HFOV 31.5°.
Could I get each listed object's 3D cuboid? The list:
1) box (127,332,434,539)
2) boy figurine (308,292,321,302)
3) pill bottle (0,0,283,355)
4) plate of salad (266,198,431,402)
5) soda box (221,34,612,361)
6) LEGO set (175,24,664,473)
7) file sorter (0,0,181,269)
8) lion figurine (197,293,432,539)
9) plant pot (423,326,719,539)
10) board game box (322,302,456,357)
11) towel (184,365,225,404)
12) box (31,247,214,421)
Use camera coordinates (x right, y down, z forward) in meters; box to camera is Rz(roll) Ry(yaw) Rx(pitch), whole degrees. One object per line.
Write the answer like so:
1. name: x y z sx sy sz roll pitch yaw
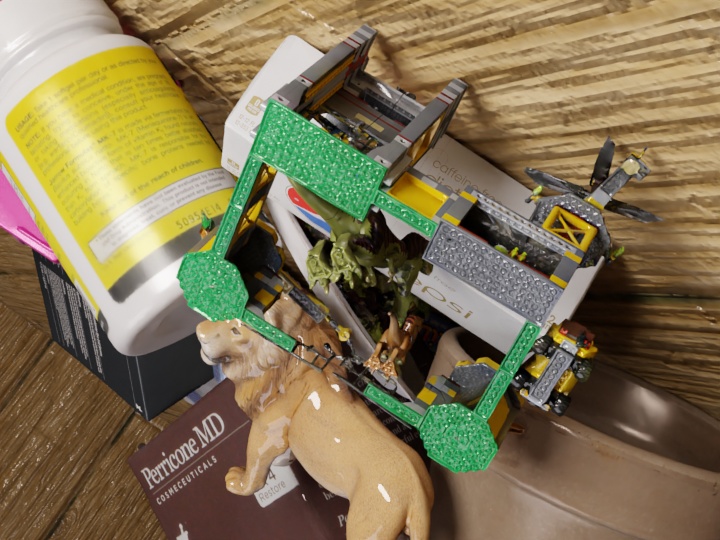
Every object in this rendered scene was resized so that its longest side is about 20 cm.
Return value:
1. box: -0.020 0.162 0.877 0.166 0.164 0.201 -39 77 44
2. boy figurine: -0.086 0.036 1.078 0.200 0.064 0.125 22 135 52
3. pill bottle: -0.143 -0.062 0.738 0.200 0.114 0.114 56 167 10
4. plate of salad: 0.000 0.000 0.780 0.201 0.048 0.200 58 -175 -8
5. soda box: 0.026 -0.035 0.667 0.199 0.064 0.068 33 164 1
6. LEGO set: 0.026 -0.017 0.587 0.199 0.116 0.154 25 126 13
7. file sorter: -0.239 -0.105 0.863 0.200 0.139 0.125 33 168 2
8. lion figurine: -0.011 0.096 0.677 0.200 0.072 0.123 39 127 22
9. plant pot: 0.108 0.149 0.714 0.199 0.175 0.200 21 -171 -3
10. board game box: 0.046 0.076 1.013 0.135 0.035 0.200 29 164 19
11. towel: -0.163 0.041 1.119 0.147 0.024 0.201 30 141 43
12. box: -0.197 0.001 1.034 0.141 0.079 0.201 36 142 34
